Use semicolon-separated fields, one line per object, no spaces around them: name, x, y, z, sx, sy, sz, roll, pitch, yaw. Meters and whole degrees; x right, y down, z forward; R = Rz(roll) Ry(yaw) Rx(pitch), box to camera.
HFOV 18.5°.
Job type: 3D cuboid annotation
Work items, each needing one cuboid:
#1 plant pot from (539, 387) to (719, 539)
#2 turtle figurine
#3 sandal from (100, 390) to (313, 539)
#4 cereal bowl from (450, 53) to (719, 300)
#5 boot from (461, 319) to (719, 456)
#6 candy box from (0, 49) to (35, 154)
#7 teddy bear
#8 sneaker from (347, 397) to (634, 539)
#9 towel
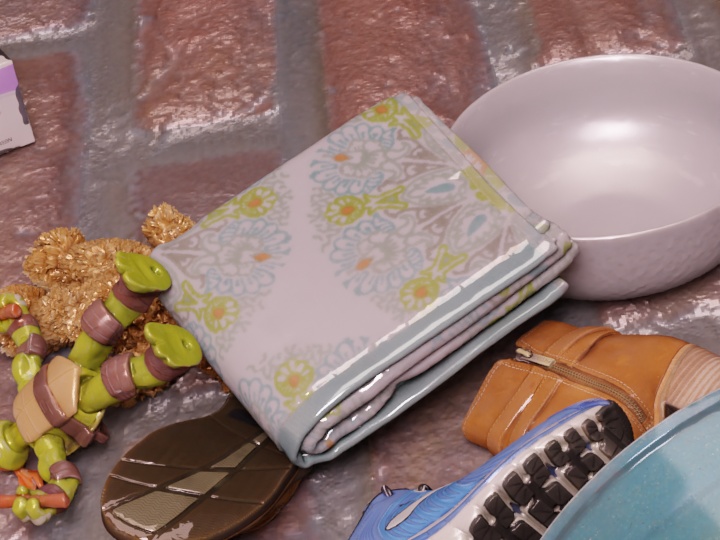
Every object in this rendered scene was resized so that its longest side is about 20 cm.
plant pot;0.199;0.175;0.964;0.200;0.200;0.188;-22;53;-16
turtle figurine;-0.161;0.076;1.240;0.161;0.064;0.200;-39;43;23
sandal;-0.070;0.109;1.219;0.082;0.055;0.200;21;30;16
cereal bowl;0.151;-0.046;1.343;0.200;0.083;0.200;-6;37;4
boot;0.108;0.100;1.174;0.155;0.077;0.200;17;54;41
candy box;-0.351;-0.129;1.575;0.168;0.072;0.200;-25;39;-20
teddy bear;-0.133;0.017;1.339;0.200;0.067;0.145;23;50;36
sneaker;0.044;0.123;1.068;0.200;0.079;0.089;-36;34;-5
towel;0.000;0.000;1.242;0.200;0.048;0.171;-34;50;-11
